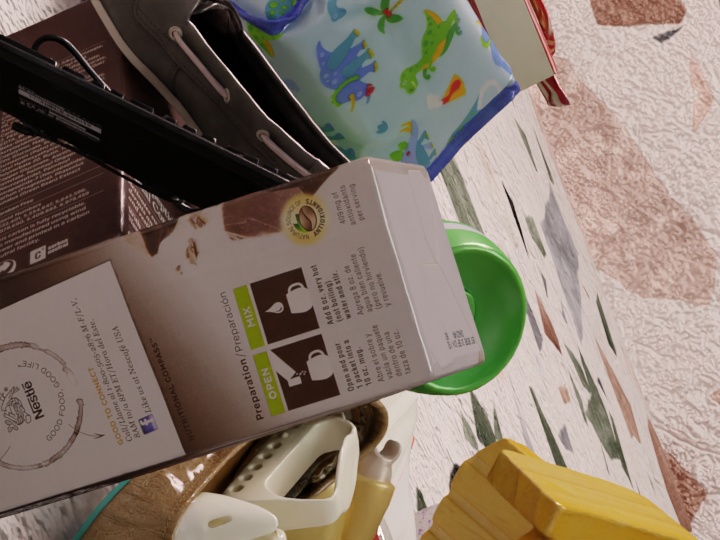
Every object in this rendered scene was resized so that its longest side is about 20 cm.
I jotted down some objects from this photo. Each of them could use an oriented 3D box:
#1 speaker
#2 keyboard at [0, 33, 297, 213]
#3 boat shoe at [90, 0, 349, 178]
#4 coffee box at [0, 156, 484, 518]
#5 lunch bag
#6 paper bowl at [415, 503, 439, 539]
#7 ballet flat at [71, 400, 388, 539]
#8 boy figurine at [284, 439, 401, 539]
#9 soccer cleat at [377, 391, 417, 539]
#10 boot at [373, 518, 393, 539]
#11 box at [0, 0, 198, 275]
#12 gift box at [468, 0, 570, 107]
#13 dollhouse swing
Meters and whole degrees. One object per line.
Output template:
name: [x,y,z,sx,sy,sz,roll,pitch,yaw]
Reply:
speaker: [0.000,0.000,1.205,0.200,0.088,0.089,26,-32,58]
keyboard: [-0.109,-0.073,0.945,0.199,0.040,0.104,27,-14,-2]
boat shoe: [-0.055,-0.085,1.071,0.200,0.057,0.067,57,23,14]
coffee box: [-0.068,0.027,0.857,0.113,0.199,0.080,-3,75,-79]
lunch bag: [-0.040,-0.146,1.299,0.200,0.127,0.170,38,-11,41]
paper bowl: [0.097,0.233,1.506,0.201,0.104,0.201,-22,90,-78]
ballet flat: [-0.047,0.096,0.970,0.200,0.072,0.068,-41,131,-52]
boy figurine: [-0.041,0.104,1.095,0.064,0.124,0.201,-174,-91,-65]
soccer cleat: [-0.004,0.094,1.378,0.078,0.069,0.201,52,23,-46]
boot: [-0.050,0.087,1.173,0.144,0.072,0.200,54,10,-50]
box: [-0.112,-0.026,1.074,0.200,0.075,0.100,-99,163,-52]
gift box: [0.019,-0.161,1.507,0.185,0.186,0.200,66,-10,-15]
dollhouse swing: [0.036,0.172,1.185,0.176,0.201,0.181,34,9,40]
